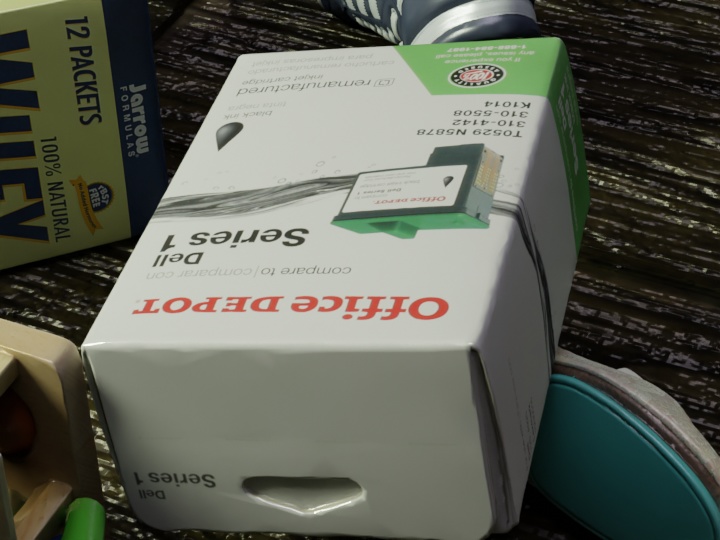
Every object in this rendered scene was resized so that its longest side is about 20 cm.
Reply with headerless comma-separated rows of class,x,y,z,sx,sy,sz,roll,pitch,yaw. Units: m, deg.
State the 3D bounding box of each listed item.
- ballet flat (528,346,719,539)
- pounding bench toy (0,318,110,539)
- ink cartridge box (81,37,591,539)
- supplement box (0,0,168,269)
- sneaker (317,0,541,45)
ballet flat,0.077,0.050,0.713,0.199,0.068,0.062,28,37,32
pounding bench toy,-0.138,0.101,0.605,0.198,0.125,0.156,14,40,20
ink cartridge box,0.000,0.000,0.674,0.144,0.085,0.201,-1,35,16
supplement box,-0.215,-0.103,0.861,0.198,0.135,0.201,-15,40,-16
sneaker,0.030,-0.130,0.918,0.069,0.110,0.200,-8,-6,-22
